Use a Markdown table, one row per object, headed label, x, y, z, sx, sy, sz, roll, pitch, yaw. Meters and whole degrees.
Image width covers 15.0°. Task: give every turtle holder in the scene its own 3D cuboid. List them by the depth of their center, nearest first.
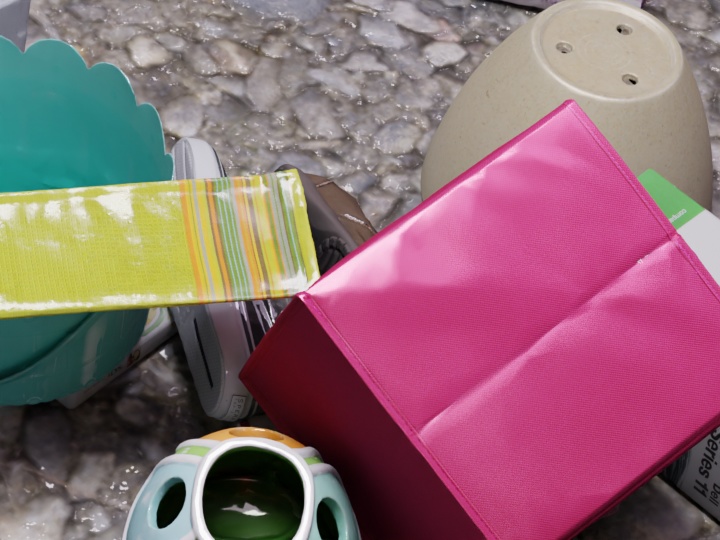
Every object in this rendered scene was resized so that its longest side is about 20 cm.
| label | x | y | z | sx | sy | sz | roll | pitch | yaw |
| --- | --- | --- | --- | --- | --- | --- | --- | --- | --- |
| turtle holder | -0.074 | 0.172 | 1.524 | 0.141 | 0.132 | 0.186 | 29 | 59 | 9 |

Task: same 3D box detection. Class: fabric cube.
| label | x | y | z | sx | sy | sz | roll | pitch | yaw |
| --- | --- | --- | --- | --- | --- | --- | --- | --- | --- |
| fabric cube | 0.080 | 0.058 | 1.558 | 0.199 | 0.196 | 0.200 | -36 | 86 | -20 |

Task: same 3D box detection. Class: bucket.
| label | x | y | z | sx | sy | sz | roll | pitch | yaw |
| --- | --- | --- | --- | --- | --- | --- | --- | --- | --- |
| bucket | -0.213 | -0.026 | 1.656 | 0.207 | 0.135 | 0.207 | 3 | 49 | -3 |

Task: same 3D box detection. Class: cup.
| label | x | y | z | sx | sy | sz | roll | pitch | yaw |
| --- | --- | --- | --- | --- | --- | --- | --- | --- | --- |
| cup | 0.149 | -0.096 | 1.823 | 0.200 | 0.143 | 0.200 | 5 | 45 | -6 |

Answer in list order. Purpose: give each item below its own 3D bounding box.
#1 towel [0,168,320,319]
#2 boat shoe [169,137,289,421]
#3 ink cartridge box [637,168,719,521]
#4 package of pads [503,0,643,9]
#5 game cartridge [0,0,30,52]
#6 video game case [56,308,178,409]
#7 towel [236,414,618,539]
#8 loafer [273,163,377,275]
| label | x | y | z | sx | sy | sz | roll | pitch | yaw |
| --- | --- | --- | --- | --- | --- | --- | --- | --- | --- |
| towel | -0.124 | -0.016 | 1.561 | 0.200 | 0.018 | 0.086 | -4 | 56 | -16 |
| boat shoe | -0.079 | 0.008 | 1.712 | 0.071 | 0.072 | 0.200 | 3 | 58 | -27 |
| ink cartridge box | 0.216 | 0.058 | 1.686 | 0.200 | 0.147 | 0.083 | 38 | 54 | 25 |
| package of pads | 0.120 | -0.254 | 2.015 | 0.200 | 0.076 | 0.121 | 13 | 48 | 1 |
| game cartridge | -0.297 | -0.108 | 1.751 | 0.200 | 0.133 | 0.042 | -31 | 58 | -32 |
| video game case | -0.193 | -0.017 | 1.763 | 0.200 | 0.023 | 0.182 | 36 | 51 | 21 |
| towel | 0.040 | 0.121 | 1.679 | 0.200 | 0.023 | 0.144 | -16 | 54 | -22 |
| loafer | 0.000 | 0.000 | 1.738 | 0.071 | 0.073 | 0.200 | 7 | 36 | -29 |
